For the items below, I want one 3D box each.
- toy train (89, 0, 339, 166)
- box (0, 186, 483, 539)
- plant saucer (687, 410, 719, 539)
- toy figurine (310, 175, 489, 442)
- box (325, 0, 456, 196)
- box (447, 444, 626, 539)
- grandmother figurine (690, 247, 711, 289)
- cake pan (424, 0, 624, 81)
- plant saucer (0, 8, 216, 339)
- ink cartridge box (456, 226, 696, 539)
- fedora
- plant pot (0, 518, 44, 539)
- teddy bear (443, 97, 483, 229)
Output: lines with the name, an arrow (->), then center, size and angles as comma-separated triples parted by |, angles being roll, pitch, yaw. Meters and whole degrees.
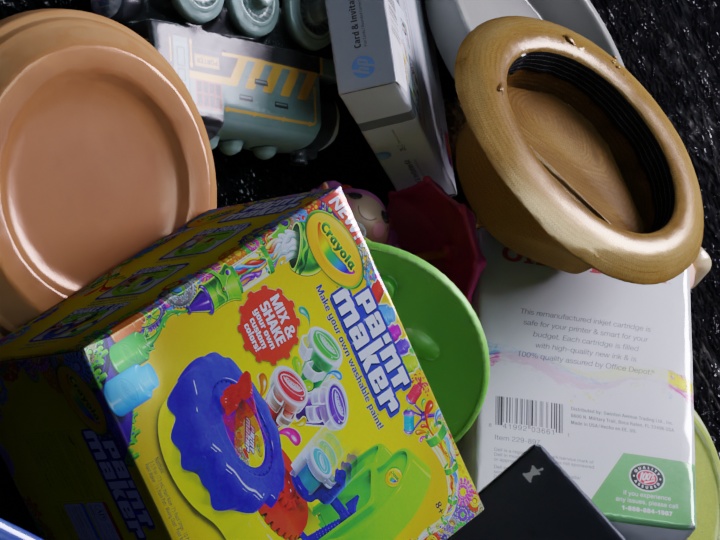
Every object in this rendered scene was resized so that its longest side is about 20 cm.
toy train -> -0.085, -0.125, 1.566 | 0.200, 0.085, 0.114 | 8, 77, -51
box -> -0.071, 0.090, 1.374 | 0.193, 0.122, 0.200 | -35, 106, -37
plant saucer -> 0.186, 0.159, 1.740 | 0.200, 0.031, 0.200 | 6, 81, -42
toy figurine -> 0.000, 0.000, 1.591 | 0.200, 0.150, 0.184 | 33, 28, -3
box -> 0.016, -0.149, 1.653 | 0.200, 0.041, 0.156 | 52, 28, -68
box -> 0.145, 0.239, 1.502 | 0.200, 0.123, 0.198 | 48, -2, 39
grandmother figurine -> 0.181, 0.029, 1.828 | 0.121, 0.061, 0.200 | 46, 41, 5
cake pan -> 0.113, -0.152, 1.766 | 0.200, 0.037, 0.200 | 36, 37, -33
plant saucer -> -0.154, -0.045, 1.417 | 0.200, 0.037, 0.200 | 3, 86, -41
ink cartridge box -> 0.133, 0.081, 1.655 | 0.145, 0.088, 0.200 | 8, 61, -9
fedora -> 0.123, -0.063, 1.627 | 0.200, 0.082, 0.201 | 23, 46, -26
plant pot -> -0.224, 0.218, 1.123 | 0.200, 0.180, 0.200 | 34, 47, -36
teddy bear -> 0.119, -0.076, 1.794 | 0.145, 0.067, 0.200 | 56, 37, -10
